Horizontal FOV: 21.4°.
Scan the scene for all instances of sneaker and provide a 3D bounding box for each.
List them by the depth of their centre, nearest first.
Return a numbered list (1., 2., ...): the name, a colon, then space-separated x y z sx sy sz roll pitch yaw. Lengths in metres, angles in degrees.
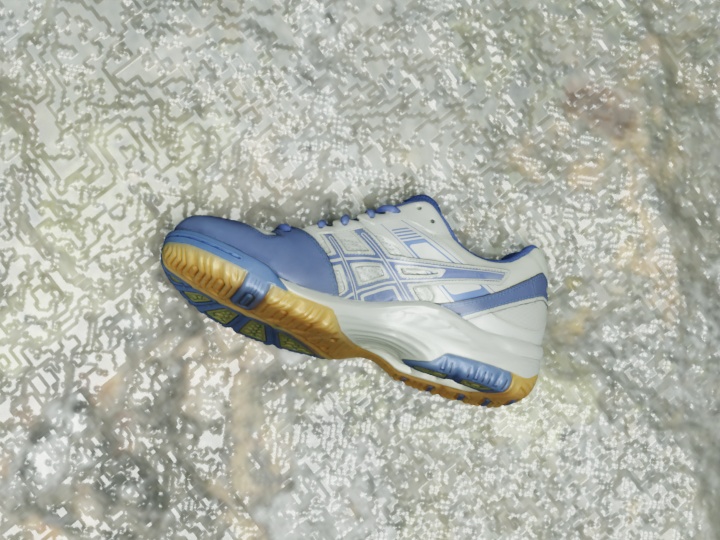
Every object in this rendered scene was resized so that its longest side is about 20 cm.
1. sneaker: 0.000 0.000 0.944 0.199 0.075 0.089 19 74 -17
